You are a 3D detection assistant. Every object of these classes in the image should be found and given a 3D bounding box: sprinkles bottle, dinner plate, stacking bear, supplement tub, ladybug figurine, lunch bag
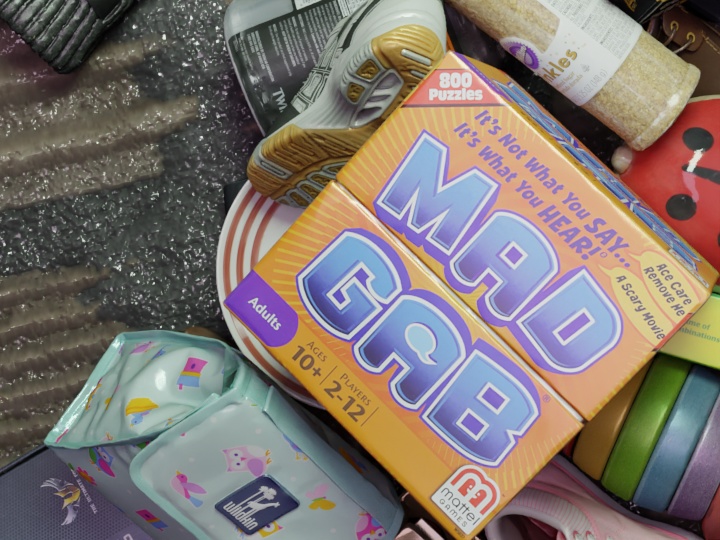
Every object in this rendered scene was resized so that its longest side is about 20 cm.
[{"bbox_3d":[0.122,-0.161,1.075,0.200,0.068,0.068,36,96,-6],"label":"sprinkles bottle"},{"bbox_3d":[0.000,0.000,1.164,0.200,0.024,0.201,0,97,4],"label":"dinner plate"},{"bbox_3d":[0.183,0.100,1.159,0.200,0.114,0.122,24,95,13],"label":"stacking bear"},{"bbox_3d":[0.015,-0.166,1.170,0.200,0.123,0.123,-20,88,8],"label":"supplement tub"},{"bbox_3d":[0.265,-0.049,1.124,0.200,0.072,0.136,12,90,-8],"label":"ladybug figurine"},{"bbox_3d":[-0.085,0.127,1.104,0.170,0.200,0.122,47,61,-26],"label":"lunch bag"}]

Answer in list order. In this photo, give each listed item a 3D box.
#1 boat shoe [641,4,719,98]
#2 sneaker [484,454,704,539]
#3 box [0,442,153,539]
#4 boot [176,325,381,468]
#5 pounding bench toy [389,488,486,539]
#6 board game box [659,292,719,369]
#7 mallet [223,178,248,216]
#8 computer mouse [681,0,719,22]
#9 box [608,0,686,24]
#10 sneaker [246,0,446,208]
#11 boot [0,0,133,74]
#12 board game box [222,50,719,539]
[{"bbox_3d":[0.197,-0.156,1.155,0.200,0.068,0.072,39,108,-6],"label":"boat shoe"},{"bbox_3d":[0.171,0.206,1.154,0.200,0.105,0.075,33,115,9],"label":"sneaker"},{"bbox_3d":[-0.175,0.209,1.243,0.158,0.051,0.200,-29,87,9],"label":"box"},{"bbox_3d":[-0.011,0.026,1.207,0.186,0.064,0.200,34,98,-3],"label":"boot"},{"bbox_3d":[0.013,0.267,1.158,0.124,0.156,0.200,44,97,-1],"label":"pounding bench toy"},{"bbox_3d":[0.282,0.052,1.141,0.200,0.102,0.048,16,93,9],"label":"board game box"},{"bbox_3d":[-0.006,-0.038,1.199,0.200,0.041,0.066,-3,91,22],"label":"mallet"},{"bbox_3d":[0.274,-0.185,1.173,0.200,0.034,0.059,31,95,7],"label":"computer mouse"},{"bbox_3d":[0.188,-0.278,1.130,0.160,0.049,0.200,-29,82,-29],"label":"box"},{"bbox_3d":[-0.003,-0.114,1.086,0.076,0.088,0.200,27,139,-22],"label":"sneaker"},{"bbox_3d":[-0.233,-0.267,1.229,0.158,0.079,0.211,-40,85,8],"label":"boot"},{"bbox_3d":[0.077,0.011,1.026,0.200,0.200,0.200,44,102,8],"label":"board game box"}]
